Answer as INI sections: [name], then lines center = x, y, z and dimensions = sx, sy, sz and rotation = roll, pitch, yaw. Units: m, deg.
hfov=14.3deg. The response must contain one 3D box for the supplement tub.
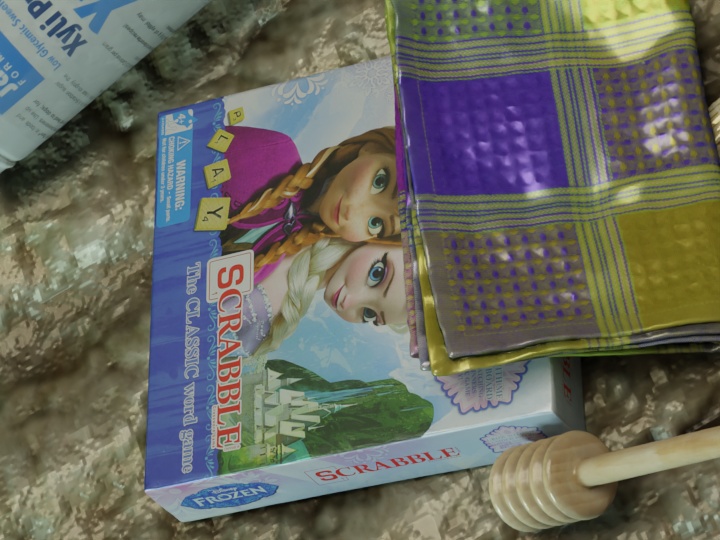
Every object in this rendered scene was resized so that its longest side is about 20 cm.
[supplement tub]
center = -0.151, -0.151, 1.408
dimensions = 0.200, 0.132, 0.132
rotation = -41, 53, 4

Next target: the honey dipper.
[honey dipper]
center = 0.121, 0.074, 1.142
dimensions = 0.200, 0.038, 0.038
rotation = -19, 51, 56

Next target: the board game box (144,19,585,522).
[board game box]
center = 0.000, 0.000, 1.303
dimensions = 0.199, 0.041, 0.201
rotation = -13, 60, 21

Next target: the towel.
[towel]
center = 0.086, -0.047, 1.249
dimensions = 0.143, 0.023, 0.201
rotation = -5, 62, 0

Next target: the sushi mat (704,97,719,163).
[sushi mat]
center = 0.241, -0.098, 1.245
dimensions = 0.200, 0.012, 0.096
rotation = -42, 53, 3
